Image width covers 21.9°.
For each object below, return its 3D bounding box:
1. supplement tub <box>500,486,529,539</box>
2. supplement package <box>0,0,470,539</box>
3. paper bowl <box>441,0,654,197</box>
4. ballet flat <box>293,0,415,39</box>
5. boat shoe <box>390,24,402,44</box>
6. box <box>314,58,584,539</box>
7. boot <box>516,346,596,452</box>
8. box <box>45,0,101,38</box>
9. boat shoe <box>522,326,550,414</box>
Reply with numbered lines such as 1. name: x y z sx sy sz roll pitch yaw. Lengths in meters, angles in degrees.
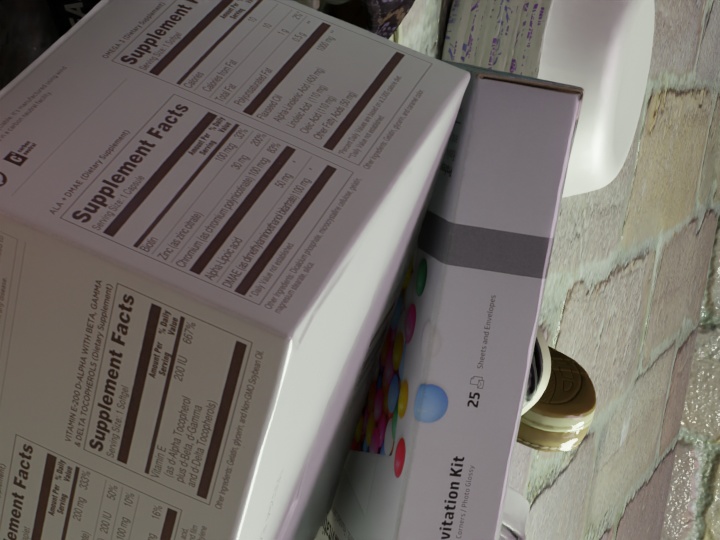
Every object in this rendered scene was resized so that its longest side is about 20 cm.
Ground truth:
1. supplement tub: 0.001 0.195 0.911 0.145 0.144 0.201 60 44 -66
2. supplement package: -0.063 0.032 0.579 0.156 0.110 0.201 -57 168 -52
3. paper bowl: 0.124 -0.128 1.183 0.201 0.104 0.202 12 90 -75
4. ballet flat: -0.030 -0.086 0.706 0.200 0.072 0.072 125 -12 -60
5. boat shoe: -0.014 -0.109 0.785 0.063 0.071 0.200 -55 158 -29
6. box: 0.023 0.026 0.667 0.156 0.041 0.201 -137 -125 -76
7. boot: 0.057 0.109 1.035 0.200 0.072 0.155 30 -70 63
8. box: -0.060 -0.192 0.626 0.159 0.046 0.201 78 28 -54
9. boat shoe: -0.010 0.079 0.801 0.074 0.201 0.063 58 27 11
